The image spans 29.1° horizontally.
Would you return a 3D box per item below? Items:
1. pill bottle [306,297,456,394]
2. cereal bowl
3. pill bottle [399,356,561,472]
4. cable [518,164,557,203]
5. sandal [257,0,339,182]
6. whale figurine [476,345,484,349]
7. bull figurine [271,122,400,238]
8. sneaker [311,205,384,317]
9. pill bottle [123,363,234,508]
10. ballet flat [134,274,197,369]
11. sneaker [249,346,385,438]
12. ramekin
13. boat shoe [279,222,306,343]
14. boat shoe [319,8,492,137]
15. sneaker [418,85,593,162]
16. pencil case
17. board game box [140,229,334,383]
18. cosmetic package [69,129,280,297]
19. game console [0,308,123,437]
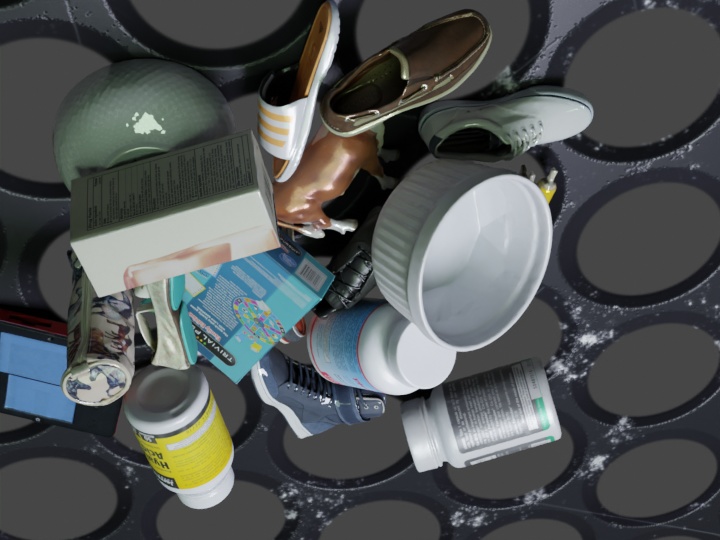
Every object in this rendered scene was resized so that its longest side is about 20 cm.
[{"bbox_3d":[0.025,0.089,1.643,0.107,0.199,0.111,-1,93,-30],"label":"pill bottle"},{"bbox_3d":[-0.229,-0.121,1.479,0.197,0.084,0.202,-6,136,-6],"label":"cereal bowl"},{"bbox_3d":[0.159,0.195,1.841,0.197,0.114,0.114,-16,135,5],"label":"pill bottle"},{"bbox_3d":[0.180,-0.049,1.652,0.096,0.051,0.202,-4,134,-2],"label":"cable"},{"bbox_3d":[-0.076,-0.193,1.449,0.058,0.080,0.209,9,123,-17],"label":"sandal"},{"bbox_3d":[0.095,0.003,1.663,0.200,0.104,0.158,47,149,-18],"label":"whale figurine"},{"bbox_3d":[-0.021,-0.117,1.527,0.200,0.065,0.121,-41,131,16],"label":"bull figurine"},{"bbox_3d":[0.000,0.000,1.590,0.076,0.091,0.200,42,145,1],"label":"sneaker"},{"bbox_3d":[-0.225,0.217,1.787,0.110,0.112,0.201,-14,135,3],"label":"pill bottle"},{"bbox_3d":[-0.226,0.035,1.561,0.061,0.068,0.202,1,127,5],"label":"ballet flat"},{"bbox_3d":[-0.048,0.138,1.760,0.144,0.078,0.203,-13,146,18],"label":"sneaker"},{"bbox_3d":[0.104,-0.025,1.499,0.198,0.105,0.203,-20,123,-34],"label":"ramekin"},{"bbox_3d":[-0.089,0.007,1.641,0.062,0.072,0.202,-10,129,5],"label":"boat shoe"},{"bbox_3d":[0.049,-0.204,1.422,0.201,0.075,0.075,-35,172,-1],"label":"boat shoe"},{"bbox_3d":[0.164,-0.152,1.534,0.197,0.071,0.074,-9,135,-3],"label":"sneaker"},{"bbox_3d":[-0.293,0.055,1.551,0.077,0.202,0.090,-22,137,17],"label":"pencil case"},{"bbox_3d":[-0.144,0.022,1.592,0.151,0.047,0.200,40,133,-7],"label":"board game box"},{"bbox_3d":[-0.189,-0.058,1.417,0.197,0.104,0.088,-14,135,4],"label":"cosmetic package"},{"bbox_3d":[-0.386,0.129,1.701,0.197,0.031,0.178,14,130,-7],"label":"game console"}]
